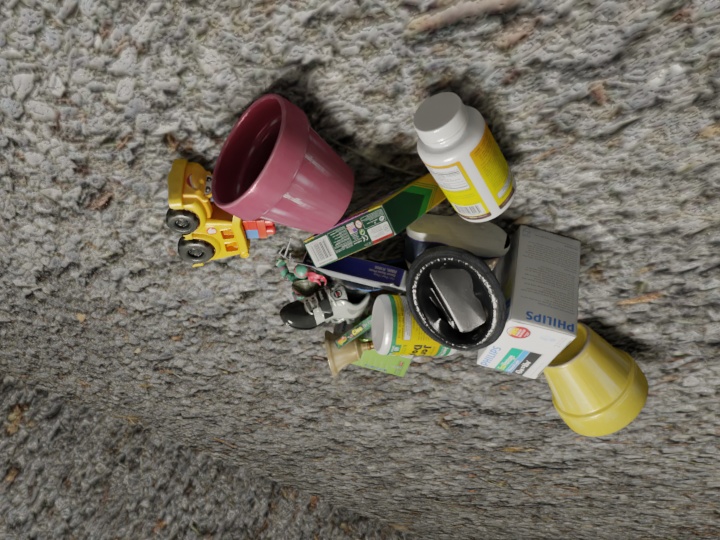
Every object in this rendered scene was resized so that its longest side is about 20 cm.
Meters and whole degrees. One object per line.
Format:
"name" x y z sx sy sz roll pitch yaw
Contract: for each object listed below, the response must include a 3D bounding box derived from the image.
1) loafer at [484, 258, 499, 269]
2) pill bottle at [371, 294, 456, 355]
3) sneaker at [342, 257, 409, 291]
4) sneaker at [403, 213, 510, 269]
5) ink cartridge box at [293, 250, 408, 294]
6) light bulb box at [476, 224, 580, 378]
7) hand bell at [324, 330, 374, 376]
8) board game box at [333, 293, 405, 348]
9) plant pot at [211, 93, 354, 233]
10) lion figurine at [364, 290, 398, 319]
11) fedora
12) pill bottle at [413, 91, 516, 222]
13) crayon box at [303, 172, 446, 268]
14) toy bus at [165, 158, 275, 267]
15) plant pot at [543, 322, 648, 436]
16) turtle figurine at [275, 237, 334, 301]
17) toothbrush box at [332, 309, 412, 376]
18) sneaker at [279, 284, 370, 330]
"loafer" 0.230 0.030 1.378 0.062 0.073 0.201 2 142 -4
"pill bottle" 0.127 0.104 1.297 0.197 0.114 0.113 2 151 -13
"sneaker" 0.062 0.010 1.403 0.197 0.067 0.078 -6 167 13
"sneaker" 0.177 -0.024 1.283 0.197 0.081 0.148 11 138 16
"ink cartridge box" 0.000 0.000 1.276 0.197 0.041 0.200 13 177 18
"light bulb box" 0.310 0.063 1.271 0.123 0.202 0.199 14 149 -1
"hand bell" 0.026 0.167 1.541 0.197 0.105 0.105 -12 145 5
"board game box" 0.038 0.096 1.431 0.199 0.104 0.024 -38 85 35
"plant pot" -0.115 -0.155 1.109 0.178 0.203 0.199 26 147 -34
"lion figurine" 0.047 0.071 1.510 0.121 0.073 0.201 16 150 2
"fedora" 0.175 0.037 1.200 0.198 0.092 0.203 12 120 22
"pill bottle" 0.157 -0.173 1.047 0.108 0.110 0.200 -8 142 31
"crayon box" 0.025 -0.086 1.178 0.199 0.172 0.059 -21 100 44
"toy bus" -0.261 -0.112 1.304 0.189 0.137 0.201 -3 144 2
"plant pot" 0.485 0.220 1.480 0.199 0.202 0.189 -21 119 43
"turtle figurine" -0.114 0.011 1.464 0.147 0.102 0.201 8 154 9
"toothbrush box" 0.030 0.171 1.661 0.197 0.087 0.146 13 148 0
"sneaker" -0.069 0.065 1.403 0.198 0.075 0.089 -7 142 -30
